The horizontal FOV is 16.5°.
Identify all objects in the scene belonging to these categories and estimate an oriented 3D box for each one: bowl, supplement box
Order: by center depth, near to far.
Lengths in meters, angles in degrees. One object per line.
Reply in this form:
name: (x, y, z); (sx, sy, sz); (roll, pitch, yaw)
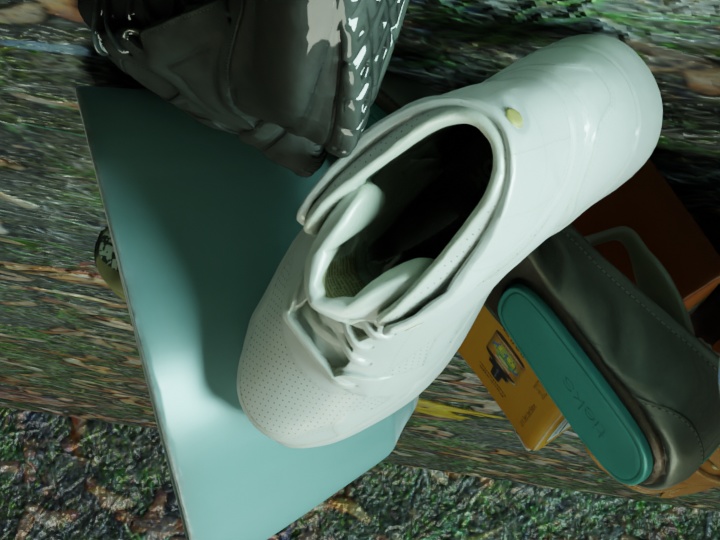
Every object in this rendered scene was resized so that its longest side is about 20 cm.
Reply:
bowl: (-0.041, 0.014, 0.992); (0.104, 0.202, 0.201); (-13, 173, -6)
supplement box: (0.092, 0.017, 1.055); (0.069, 0.067, 0.200); (-33, 171, -15)

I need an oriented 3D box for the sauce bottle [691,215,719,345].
sauce bottle: (0.153, 0.012, 1.100); (0.066, 0.066, 0.200); (11, 173, -10)

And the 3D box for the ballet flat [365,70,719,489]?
ballet flat: (0.064, -0.010, 0.909); (0.200, 0.064, 0.067); (50, 156, 6)

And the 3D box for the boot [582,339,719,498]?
boot: (0.151, 0.040, 0.980); (0.155, 0.077, 0.200); (-15, 158, 34)

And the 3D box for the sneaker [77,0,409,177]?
sneaker: (-0.036, -0.075, 0.723); (0.090, 0.076, 0.200); (19, 167, -8)

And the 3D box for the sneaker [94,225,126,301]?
sneaker: (-0.043, -0.023, 1.120); (0.199, 0.077, 0.089); (-3, 157, 28)

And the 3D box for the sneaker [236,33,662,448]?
sneaker: (0.000, 0.000, 0.812); (0.200, 0.074, 0.115); (-46, 166, 33)

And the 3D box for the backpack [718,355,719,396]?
backpack: (0.204, 0.039, 0.804); (0.199, 0.191, 0.154); (17, -175, -41)
